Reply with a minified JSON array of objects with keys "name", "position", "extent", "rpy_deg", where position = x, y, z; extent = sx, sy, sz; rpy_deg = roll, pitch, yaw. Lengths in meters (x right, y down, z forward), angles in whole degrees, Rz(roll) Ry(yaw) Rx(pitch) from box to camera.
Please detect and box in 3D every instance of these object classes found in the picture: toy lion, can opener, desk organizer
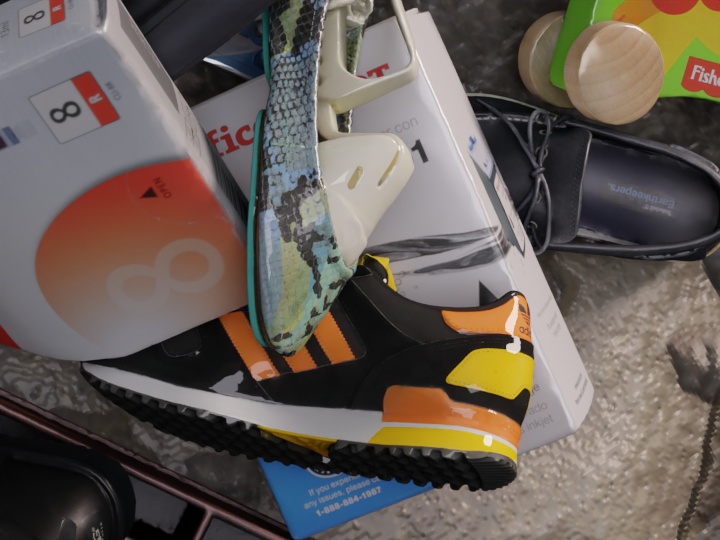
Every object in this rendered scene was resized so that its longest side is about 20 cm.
[{"name":"toy lion","position":[0.170,-0.156,0.926],"extent":[0.199,0.069,0.192],"rpy_deg":[13,99,-23]},{"name":"can opener","position":[-0.086,-0.097,0.792],"extent":[0.079,0.200,0.064],"rpy_deg":[38,38,-40]},{"name":"desk organizer","position":[-0.114,0.120,0.903],"extent":[0.199,0.077,0.072],"rpy_deg":[26,85,-8]}]

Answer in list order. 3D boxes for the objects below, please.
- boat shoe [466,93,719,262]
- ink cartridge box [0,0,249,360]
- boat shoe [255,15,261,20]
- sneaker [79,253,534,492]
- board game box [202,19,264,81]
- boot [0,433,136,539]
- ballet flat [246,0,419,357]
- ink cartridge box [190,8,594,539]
[{"name":"boat shoe","position":[0.090,-0.044,0.948],"extent":[0.199,0.062,0.075],"rpy_deg":[10,90,-7]},{"name":"ink cartridge box","position":[-0.155,-0.015,0.781],"extent":[0.199,0.050,0.162],"rpy_deg":[-26,135,6]},{"name":"boat shoe","position":[-0.016,-0.165,0.876],"extent":[0.199,0.066,0.072],"rpy_deg":[-13,82,13]},{"name":"sneaker","position":[-0.020,0.034,0.839],"extent":[0.199,0.070,0.090],"rpy_deg":[9,72,20]},{"name":"board game box","position":[-0.074,-0.209,0.942],"extent":[0.199,0.026,0.201],"rpy_deg":[22,86,-8]},{"name":"boot","position":[-0.199,0.119,0.794],"extent":[0.197,0.162,0.074],"rpy_deg":[3,108,15]},{"name":"ballet flat","position":[-0.010,-0.065,0.797],"extent":[0.074,0.074,0.201],"rpy_deg":[2,75,-10]},{"name":"ink cartridge box","position":[0.000,0.000,0.898],"extent":[0.146,0.086,0.201],"rpy_deg":[-23,95,13]}]
